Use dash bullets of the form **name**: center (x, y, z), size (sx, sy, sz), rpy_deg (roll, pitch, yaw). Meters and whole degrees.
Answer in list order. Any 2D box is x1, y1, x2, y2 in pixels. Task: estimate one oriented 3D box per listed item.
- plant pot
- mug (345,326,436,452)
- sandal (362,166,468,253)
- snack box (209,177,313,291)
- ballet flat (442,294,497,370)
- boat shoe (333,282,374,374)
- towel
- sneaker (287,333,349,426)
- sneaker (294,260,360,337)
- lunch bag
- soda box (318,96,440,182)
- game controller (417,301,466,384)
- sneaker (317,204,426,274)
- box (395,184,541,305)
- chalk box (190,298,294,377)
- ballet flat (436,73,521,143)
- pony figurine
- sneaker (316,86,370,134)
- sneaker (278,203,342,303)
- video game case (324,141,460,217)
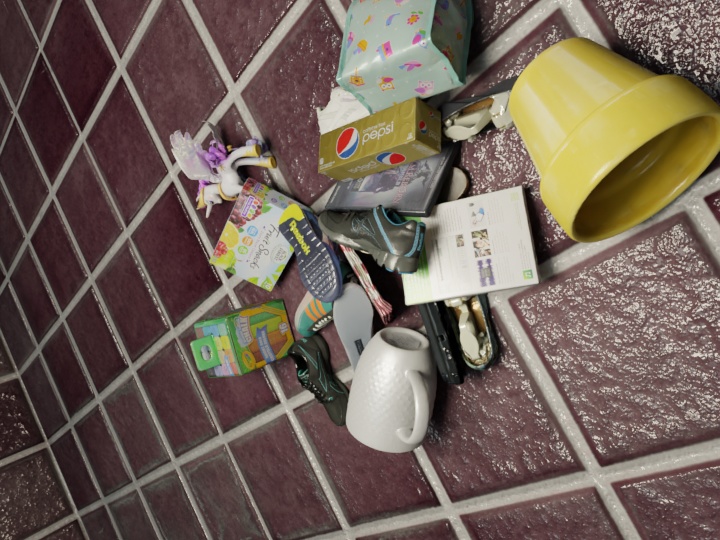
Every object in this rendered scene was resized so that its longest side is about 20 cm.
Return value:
- **plant pot**: center (0.281, -0.167, 0.700), size (0.201, 0.200, 0.189), rpy_deg (-54, 51, 36)
- **mug**: center (0.066, 0.204, 0.989), size (0.200, 0.147, 0.176), rpy_deg (-128, 44, -63)
- **sandal**: center (0.088, -0.091, 0.963), size (0.211, 0.070, 0.078), rpy_deg (-33, 80, 18)
- **snack box**: center (-0.199, -0.067, 1.172), size (0.142, 0.053, 0.200), rpy_deg (25, 127, -11)
- **ballet flat**: center (0.167, 0.064, 0.933), size (0.074, 0.074, 0.201), rpy_deg (-23, 89, 42)
- **boat shoe**: center (-0.007, 0.098, 1.080), size (0.086, 0.074, 0.202), rpy_deg (-114, 7, -61)
- **towel**: center (0.000, 0.000, 1.031), size (0.023, 0.144, 0.200), rpy_deg (-30, 79, -3)
- **sneaker**: center (-0.086, 0.229, 1.192), size (0.075, 0.079, 0.200), rpy_deg (-30, 84, 41)
- **sneaker**: center (-0.064, 0.071, 1.129), size (0.080, 0.071, 0.200), rpy_deg (43, 130, 20)
- **lunch bag**: center (0.068, -0.347, 0.850), size (0.170, 0.122, 0.201), rpy_deg (-9, 60, 36)
- **soda box**: center (0.026, -0.194, 0.899), size (0.200, 0.064, 0.068), rpy_deg (-9, 74, 42)
- **game controller**: center (0.126, 0.087, 0.965), size (0.042, 0.104, 0.201), rpy_deg (-18, 90, 7)
- **sneaker**: center (0.019, -0.063, 0.898), size (0.200, 0.073, 0.082), rpy_deg (26, 103, 35)
- **box**: center (0.154, -0.034, 0.876), size (0.199, 0.036, 0.145), rpy_deg (-10, 82, 20)
- **chalk box**: center (-0.256, 0.147, 1.228), size (0.124, 0.200, 0.125), rpy_deg (-12, 95, 42)
- **ballet flat**: center (0.185, -0.220, 0.831), size (0.200, 0.073, 0.073), rpy_deg (-6, 99, 43)
- **pony figurine**: center (-0.274, -0.207, 1.191), size (0.199, 0.167, 0.194), rpy_deg (-4, 112, 24)
- **sneaker**: center (-0.004, -0.273, 0.976), size (0.200, 0.075, 0.100), rpy_deg (-19, 89, 41)
- **sneaker**: center (-0.073, -0.031, 1.042), size (0.074, 0.082, 0.200), rpy_deg (-37, 61, 22)
- **video game case**: center (0.048, -0.150, 0.944), size (0.200, 0.019, 0.143), rpy_deg (7, 62, 40)
